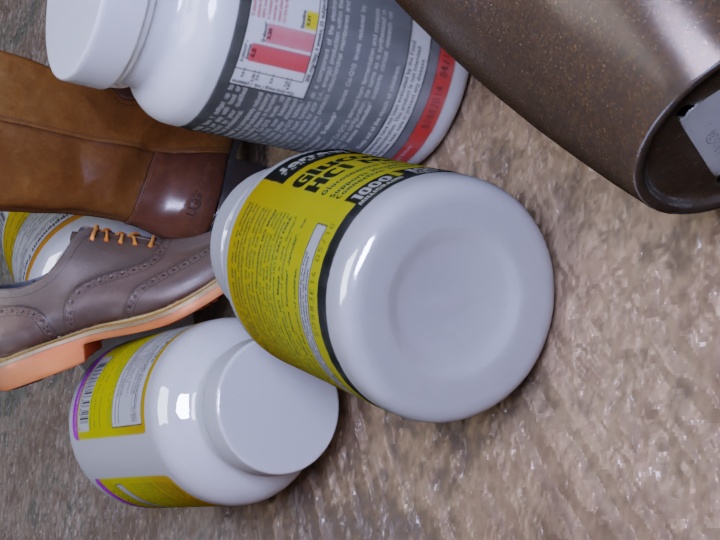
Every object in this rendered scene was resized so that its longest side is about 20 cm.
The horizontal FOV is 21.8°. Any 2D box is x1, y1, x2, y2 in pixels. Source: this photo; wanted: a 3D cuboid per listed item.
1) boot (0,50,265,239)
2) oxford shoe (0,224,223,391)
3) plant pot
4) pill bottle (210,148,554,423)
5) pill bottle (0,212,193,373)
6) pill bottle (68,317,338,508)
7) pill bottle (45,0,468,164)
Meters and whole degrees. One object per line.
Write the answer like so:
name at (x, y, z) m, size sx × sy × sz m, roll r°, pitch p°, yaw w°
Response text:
boot at (-0.160, -0.111, 1.171) m, size 0.068 × 0.199 × 0.190 m, roll -24°, pitch 60°, yaw 59°
oxford shoe at (-0.137, 0.001, 1.113) m, size 0.071 × 0.199 × 0.073 m, roll -134°, pitch 20°, yaw -85°
plant pot at (0.099, -0.126, 0.716) m, size 0.187 × 0.186 × 0.201 m, roll -58°, pitch 47°, yaw 37°
pill bottle at (0.000, 0.000, 0.913) m, size 0.200 × 0.112 × 0.113 m, roll 18°, pitch 97°, yaw 63°
pill bottle at (-0.178, -0.003, 1.272) m, size 0.200 × 0.110 × 0.112 m, roll 51°, pitch 126°, yaw 57°
pill bottle at (-0.089, 0.083, 1.071) m, size 0.200 × 0.104 × 0.105 m, roll -13°, pitch 69°, yaw 61°
pill bottle at (-0.052, -0.124, 0.961) m, size 0.116 × 0.199 × 0.117 m, roll -30°, pitch 55°, yaw 56°
